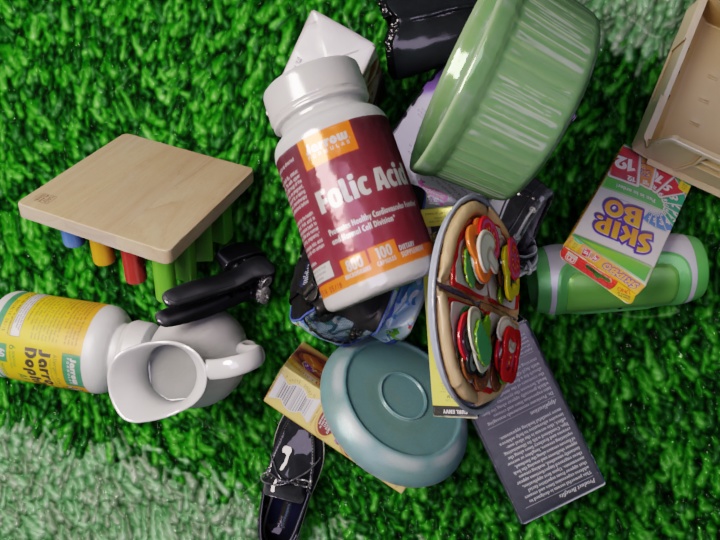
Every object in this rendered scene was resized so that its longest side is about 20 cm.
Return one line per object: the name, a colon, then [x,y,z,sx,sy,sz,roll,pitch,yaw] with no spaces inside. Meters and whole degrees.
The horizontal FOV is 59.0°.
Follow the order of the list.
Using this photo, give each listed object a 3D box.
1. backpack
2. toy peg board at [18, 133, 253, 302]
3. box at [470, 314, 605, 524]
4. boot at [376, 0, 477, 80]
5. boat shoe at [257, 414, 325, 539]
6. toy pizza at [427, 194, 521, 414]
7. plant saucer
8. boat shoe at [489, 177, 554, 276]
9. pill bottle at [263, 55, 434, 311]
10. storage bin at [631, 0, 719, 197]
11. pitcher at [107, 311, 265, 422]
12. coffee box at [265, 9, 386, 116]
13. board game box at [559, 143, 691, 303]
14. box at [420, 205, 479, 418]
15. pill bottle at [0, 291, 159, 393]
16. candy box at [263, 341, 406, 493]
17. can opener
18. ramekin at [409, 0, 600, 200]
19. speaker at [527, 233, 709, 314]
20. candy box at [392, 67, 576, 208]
backpack: [0.000,0.000,0.736,0.144,0.200,0.187,25,70,-14]
toy peg board: [-0.260,-0.062,0.778,0.194,0.201,0.100,16,127,12]
box: [0.184,0.161,0.759,0.105,0.148,0.204,-26,91,6]
boot: [0.111,-0.234,0.705,0.163,0.076,0.206,-14,88,3]
boat shoe: [-0.093,0.278,0.836,0.073,0.062,0.206,14,93,6]
toy pizza: [0.120,0.031,0.598,0.031,0.198,0.207,-2,94,34]
plant saucer: [0.047,0.154,0.756,0.197,0.201,0.028,32,131,2]
boat shoe: [0.176,-0.022,0.742,0.068,0.073,0.203,36,134,26]
pill bottle: [-0.012,-0.077,0.576,0.111,0.114,0.205,-20,87,6]
storage bin: [0.447,-0.194,0.725,0.194,0.094,0.204,24,87,3]
pitcher: [-0.181,0.106,0.763,0.166,0.200,0.125,-8,93,5]
coffee box: [-0.031,-0.196,0.730,0.078,0.200,0.117,28,97,3]
board game box: [0.307,-0.059,0.733,0.094,0.030,0.201,34,61,10]
box: [0.097,0.038,0.644,0.049,0.075,0.207,-4,92,23]
pill bottle: [-0.365,0.096,0.824,0.194,0.113,0.116,9,94,4]
candy box: [-0.014,0.178,0.793,0.197,0.117,0.057,32,100,3]
can opener: [-0.170,0.025,0.768,0.077,0.199,0.065,28,120,18]
ramekin: [0.129,-0.165,0.580,0.096,0.200,0.204,24,96,-5]
speaker: [0.306,0.005,0.771,0.194,0.088,0.091,-5,93,5]
candy box: [0.132,-0.156,0.783,0.167,0.072,0.201,39,96,1]
